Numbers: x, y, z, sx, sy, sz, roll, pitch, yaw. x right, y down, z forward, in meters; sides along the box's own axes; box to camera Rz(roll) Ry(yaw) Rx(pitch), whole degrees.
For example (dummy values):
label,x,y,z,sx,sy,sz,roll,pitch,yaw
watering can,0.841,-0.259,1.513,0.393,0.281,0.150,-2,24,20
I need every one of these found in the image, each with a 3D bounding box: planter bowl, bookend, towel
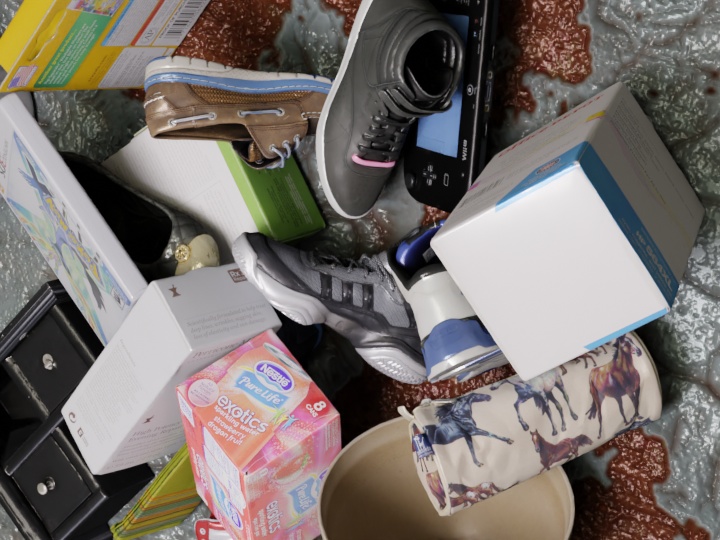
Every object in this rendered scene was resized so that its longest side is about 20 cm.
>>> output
label,x,y,z,sx,sy,sz,roll,pitch,yaw
planter bowl,0.067,0.229,1.282,0.200,0.200,0.135,22,135,25
bookend,-0.264,0.140,1.498,0.199,0.092,0.200,-43,78,28
towel,-0.145,0.173,1.426,0.018,0.086,0.200,54,126,21

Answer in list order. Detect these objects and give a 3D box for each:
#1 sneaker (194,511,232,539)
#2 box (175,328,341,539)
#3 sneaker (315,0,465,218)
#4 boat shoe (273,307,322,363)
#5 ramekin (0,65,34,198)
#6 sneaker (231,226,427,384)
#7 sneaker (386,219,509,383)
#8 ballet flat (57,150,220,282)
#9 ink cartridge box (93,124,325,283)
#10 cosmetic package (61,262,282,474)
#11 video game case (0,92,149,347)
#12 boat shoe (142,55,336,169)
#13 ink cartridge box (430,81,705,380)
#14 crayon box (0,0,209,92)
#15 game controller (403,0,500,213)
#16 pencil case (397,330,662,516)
label,x,y,z,sx,sy,sz,roll,pitch,yaw
sneaker,-0.142,0.279,1.463,0.200,0.071,0.113,-27,88,23
box,-0.079,0.154,1.324,0.103,0.095,0.200,49,159,27
sneaker,0.022,-0.121,1.250,0.099,0.071,0.201,47,127,55
boat shoe,-0.120,0.094,1.419,0.084,0.069,0.200,46,119,15
ramekin,-0.407,-0.143,1.529,0.200,0.098,0.201,5,100,29
sneaker,0.000,0.000,1.309,0.200,0.076,0.114,33,105,-15
sneaker,0.080,0.020,1.226,0.080,0.199,0.115,-22,80,12
ballet flat,-0.200,-0.041,1.357,0.200,0.057,0.067,29,84,28
ink cartridge box,-0.151,-0.056,1.412,0.200,0.076,0.148,-29,84,35
cosmetic package,-0.160,0.083,1.336,0.074,0.102,0.200,58,135,18
video game case,-0.251,-0.034,1.365,0.200,0.022,0.182,54,159,6
boat shoe,-0.080,-0.121,1.310,0.199,0.072,0.073,7,76,-10
ink cartridge box,0.161,-0.037,1.175,0.128,0.200,0.125,-29,101,30
crayon box,-0.222,-0.214,1.350,0.052,0.200,0.126,48,117,16
game controller,0.071,-0.148,1.267,0.104,0.042,0.201,-147,59,-66
pencil case,0.132,0.109,1.224,0.200,0.078,0.090,-23,96,-6
